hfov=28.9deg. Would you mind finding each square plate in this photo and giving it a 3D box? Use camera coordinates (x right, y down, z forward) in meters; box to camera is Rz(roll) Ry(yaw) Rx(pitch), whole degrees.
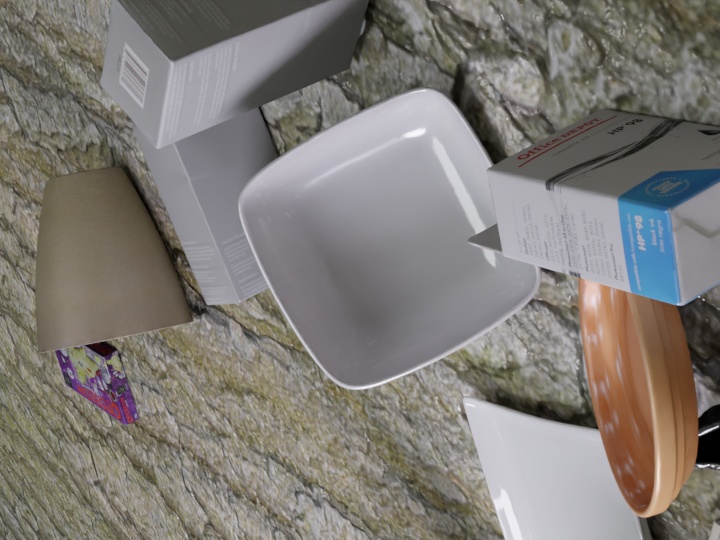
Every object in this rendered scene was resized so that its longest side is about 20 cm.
[{"bbox_3d":[0.181,0.205,1.192,0.198,0.028,0.200,9,122,56],"label":"square plate"}]

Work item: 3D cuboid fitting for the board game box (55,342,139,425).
[{"bbox_3d":[-0.404,0.147,2.093,0.200,0.032,0.120,21,135,50],"label":"board game box"}]

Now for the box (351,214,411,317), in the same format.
[{"bbox_3d":[0.000,0.000,1.258,0.200,0.078,0.095,-17,99,61],"label":"box"}]

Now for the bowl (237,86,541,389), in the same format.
[{"bbox_3d":[0.024,-0.025,1.114,0.200,0.200,0.075,62,-174,-2],"label":"bowl"}]

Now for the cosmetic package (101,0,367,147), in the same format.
[{"bbox_3d":[-0.096,-0.189,1.115,0.090,0.200,0.107,48,145,20],"label":"cosmetic package"}]

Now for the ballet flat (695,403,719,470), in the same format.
[{"bbox_3d":[0.293,0.121,0.909,0.200,0.057,0.067,-6,110,59],"label":"ballet flat"}]

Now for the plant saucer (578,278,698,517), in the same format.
[{"bbox_3d":[0.193,0.069,0.970,0.200,0.037,0.200,172,90,-88],"label":"plant saucer"}]

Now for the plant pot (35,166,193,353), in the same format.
[{"bbox_3d":[-0.311,-0.017,1.672,0.187,0.187,0.200,-10,92,60],"label":"plant pot"}]

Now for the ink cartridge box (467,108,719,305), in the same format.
[{"bbox_3d":[0.165,-0.049,0.909,0.200,0.116,0.067,19,130,51],"label":"ink cartridge box"}]

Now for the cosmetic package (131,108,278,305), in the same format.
[{"bbox_3d":[-0.133,-0.076,1.380,0.090,0.107,0.200,-8,106,59],"label":"cosmetic package"}]

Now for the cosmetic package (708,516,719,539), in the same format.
[{"bbox_3d":[0.284,0.273,0.984,0.104,0.073,0.200,30,123,42],"label":"cosmetic package"}]
